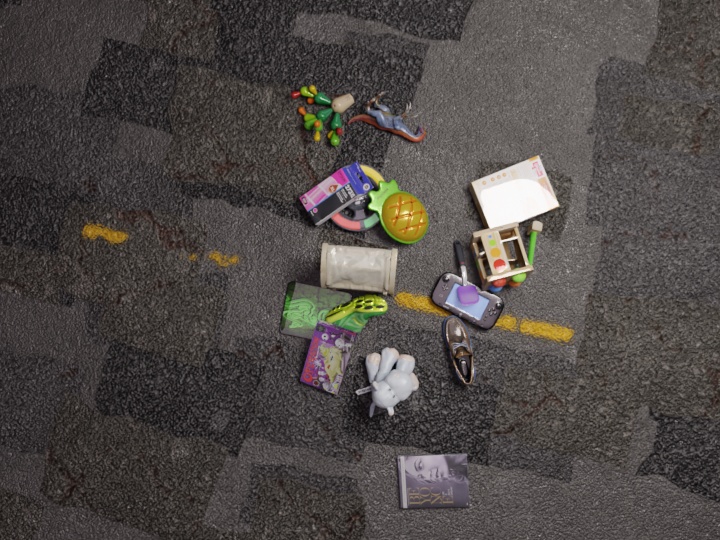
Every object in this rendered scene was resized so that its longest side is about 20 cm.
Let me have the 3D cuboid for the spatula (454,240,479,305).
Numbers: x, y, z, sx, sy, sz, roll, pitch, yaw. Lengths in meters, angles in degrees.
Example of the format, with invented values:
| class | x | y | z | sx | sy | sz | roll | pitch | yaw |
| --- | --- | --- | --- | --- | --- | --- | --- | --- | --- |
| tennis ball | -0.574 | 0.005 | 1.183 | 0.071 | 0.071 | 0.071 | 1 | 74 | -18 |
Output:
| class | x | y | z | sx | sy | sz | roll | pitch | yaw |
| --- | --- | --- | --- | --- | --- | --- | --- | --- | --- |
| spatula | 0.293 | 0.004 | 1.496 | 0.056 | 0.021 | 0.201 | -5 | 70 | -5 |

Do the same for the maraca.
| class | x | y | z | sx | sy | sz | roll | pitch | yaw |
| --- | --- | --- | --- | --- | --- | --- | --- | --- | --- |
| maraca | 0.108 | -0.166 | 1.494 | 0.200 | 0.107 | 0.137 | 45 | 73 | -10 |

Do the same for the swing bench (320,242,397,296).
| class | x | y | z | sx | sy | sz | roll | pitch | yaw |
| --- | --- | --- | --- | --- | --- | --- | --- | --- | --- |
| swing bench | 0.000 | 0.000 | 1.460 | 0.198 | 0.200 | 0.130 | 5 | 89 | 5 |

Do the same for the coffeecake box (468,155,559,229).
| class | x | y | z | sx | sy | sz | roll | pitch | yaw |
| --- | --- | --- | --- | --- | --- | --- | --- | --- | --- |
| coffeecake box | 0.430 | -0.209 | 1.489 | 0.199 | 0.073 | 0.154 | -21 | 87 | 5 |

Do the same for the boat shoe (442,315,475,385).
| class | x | y | z | sx | sy | sz | roll | pitch | yaw |
| --- | --- | --- | --- | --- | --- | --- | --- | --- | --- |
| boat shoe | 0.287 | 0.225 | 1.492 | 0.072 | 0.072 | 0.201 | -18 | 87 | 4 |

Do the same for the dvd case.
| class | x | y | z | sx | sy | sz | roll | pitch | yaw |
| --- | --- | --- | --- | --- | --- | --- | --- | --- | --- |
| dvd case | 0.210 | 0.605 | 1.519 | 0.199 | 0.016 | 0.150 | -3 | 89 | 6 |

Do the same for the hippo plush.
| class | x | y | z | sx | sy | sz | roll | pitch | yaw |
| --- | --- | --- | --- | --- | --- | --- | --- | --- | --- |
| hippo plush | 0.066 | 0.308 | 1.467 | 0.199 | 0.161 | 0.160 | -32 | 86 | 4 |

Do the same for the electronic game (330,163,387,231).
| class | x | y | z | sx | sy | sz | roll | pitch | yaw |
| --- | --- | --- | --- | --- | --- | --- | --- | --- | --- |
| electronic game | -0.010 | -0.213 | 1.547 | 0.199 | 0.042 | 0.201 | 0 | 89 | 5 |

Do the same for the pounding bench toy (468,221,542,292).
| class | x | y | z | sx | sy | sz | roll | pitch | yaw |
| --- | --- | --- | --- | --- | --- | --- | --- | --- | --- |
| pounding bench toy | 0.419 | -0.038 | 1.444 | 0.199 | 0.124 | 0.157 | -15 | 75 | 2 |

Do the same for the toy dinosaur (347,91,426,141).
| class | x | y | z | sx | sy | sz | roll | pitch | yaw |
| --- | --- | --- | --- | --- | --- | --- | --- | --- | --- |
| toy dinosaur | 0.098 | -0.433 | 1.545 | 0.200 | 0.105 | 0.182 | -32 | 100 | 41 |

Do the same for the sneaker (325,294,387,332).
| class | x | y | z | sx | sy | sz | roll | pitch | yaw |
| --- | --- | --- | --- | --- | --- | --- | --- | --- | --- |
| sneaker | -0.004 | 0.127 | 1.504 | 0.199 | 0.074 | 0.084 | -18 | 121 | 30 |

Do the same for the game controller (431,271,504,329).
| class | x | y | z | sx | sy | sz | roll | pitch | yaw |
| --- | --- | --- | --- | --- | --- | --- | --- | --- | --- |
| game controller | 0.305 | 0.087 | 1.508 | 0.199 | 0.042 | 0.105 | 27 | 86 | 6 |

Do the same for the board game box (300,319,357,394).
| class | x | y | z | sx | sy | sz | roll | pitch | yaw |
| --- | --- | --- | --- | --- | --- | --- | --- | --- | --- |
| board game box | -0.093 | 0.250 | 1.521 | 0.120 | 0.032 | 0.201 | 20 | 110 | 10 |

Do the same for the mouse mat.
| class | x | y | z | sx | sy | sz | roll | pitch | yaw |
| --- | --- | --- | --- | --- | --- | --- | --- | --- | --- |
| mouse mat | -0.134 | 0.127 | 1.568 | 0.199 | 0.008 | 0.162 | 11 | 90 | 6 |

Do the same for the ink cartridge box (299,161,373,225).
| class | x | y | z | sx | sy | sz | roll | pitch | yaw |
| --- | --- | --- | --- | --- | --- | --- | --- | --- | --- |
| ink cartridge box | -0.070 | -0.223 | 1.523 | 0.200 | 0.037 | 0.095 | -33 | 82 | 9 |

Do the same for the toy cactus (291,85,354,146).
| class | x | y | z | sx | sy | sz | roll | pitch | yaw |
| --- | --- | --- | --- | --- | --- | --- | --- | --- | --- |
| toy cactus | -0.097 | -0.471 | 1.544 | 0.165 | 0.102 | 0.200 | -32 | 77 | -6 |
